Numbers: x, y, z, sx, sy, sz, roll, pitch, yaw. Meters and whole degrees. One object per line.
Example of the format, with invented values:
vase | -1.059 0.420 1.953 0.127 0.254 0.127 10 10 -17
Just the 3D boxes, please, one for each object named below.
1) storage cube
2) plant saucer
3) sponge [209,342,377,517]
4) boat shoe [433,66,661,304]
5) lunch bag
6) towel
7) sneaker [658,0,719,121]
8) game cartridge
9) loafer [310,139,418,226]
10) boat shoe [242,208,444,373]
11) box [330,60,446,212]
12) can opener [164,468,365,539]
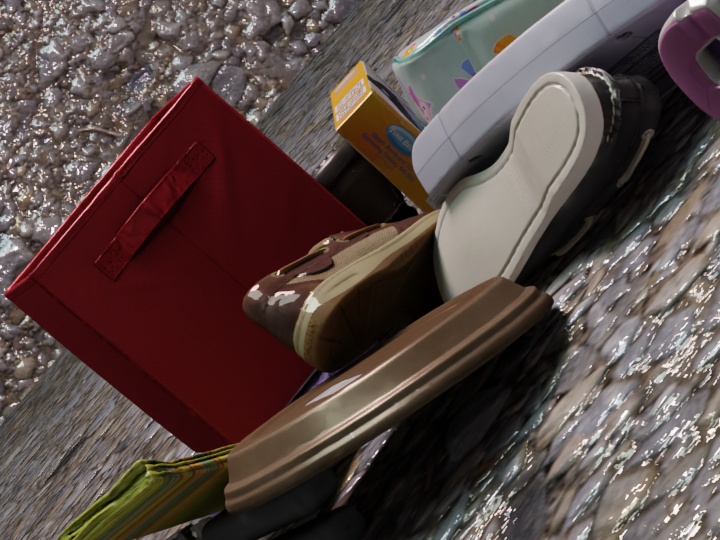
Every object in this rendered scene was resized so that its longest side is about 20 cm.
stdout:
storage cube | -0.109 0.003 1.209 0.171 0.180 0.200 -52 9 -14
plant saucer | 0.009 0.059 0.932 0.200 0.030 0.200 -33 1 1
sponge | -0.036 0.080 1.207 0.112 0.030 0.200 -43 11 30
boat shoe | 0.099 -0.042 1.002 0.060 0.074 0.200 -8 -32 -28
lunch bag | 0.120 -0.154 1.163 0.199 0.077 0.160 -28 5 0
towel | -0.082 0.118 1.022 0.086 0.018 0.200 -39 -17 29
sneaker | 0.224 -0.148 0.839 0.088 0.081 0.200 -46 6 -36
game cartridge | 0.124 -0.108 1.018 0.200 0.041 0.133 -39 -17 35
loafer | 0.004 -0.030 1.298 0.073 0.071 0.200 -49 -12 -2
boat shoe | 0.000 0.000 1.079 0.200 0.072 0.073 -33 -42 -54
box | 0.035 -0.087 1.272 0.041 0.119 0.200 -46 11 10
can opener | -0.069 0.159 0.989 0.066 0.053 0.200 -36 2 -41
